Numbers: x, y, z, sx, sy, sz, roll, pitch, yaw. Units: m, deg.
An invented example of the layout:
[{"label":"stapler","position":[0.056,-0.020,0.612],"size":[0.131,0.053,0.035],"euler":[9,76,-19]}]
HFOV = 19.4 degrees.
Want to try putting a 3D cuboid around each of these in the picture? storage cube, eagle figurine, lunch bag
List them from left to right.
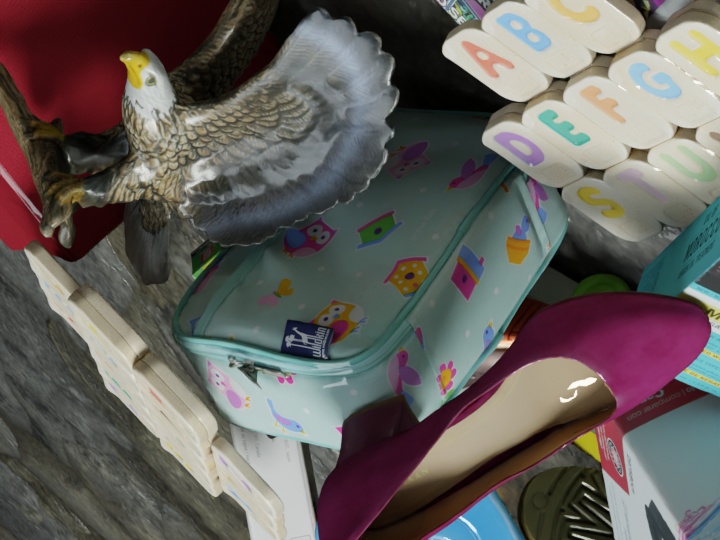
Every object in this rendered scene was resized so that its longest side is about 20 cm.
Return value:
[{"label":"storage cube","position":[-0.177,-0.128,1.219],"size":[0.180,0.200,0.171],"euler":[52,165,-16]},{"label":"eagle figurine","position":[-0.080,-0.085,1.073],"size":[0.151,0.199,0.153],"euler":[-114,-2,-83]},{"label":"lunch bag","position":[0.000,0.000,1.094],"size":[0.159,0.200,0.077],"euler":[11,140,38]}]

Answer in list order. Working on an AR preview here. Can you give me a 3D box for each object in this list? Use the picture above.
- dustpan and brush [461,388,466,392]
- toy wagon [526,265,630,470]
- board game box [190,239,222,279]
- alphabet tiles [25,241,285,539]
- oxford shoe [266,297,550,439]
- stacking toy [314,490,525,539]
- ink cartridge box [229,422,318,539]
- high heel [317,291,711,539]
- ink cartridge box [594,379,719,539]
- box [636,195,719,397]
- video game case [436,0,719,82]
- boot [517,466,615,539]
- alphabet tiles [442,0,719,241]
[{"label":"dustpan and brush","position":[0.044,0.056,1.219],"size":[0.140,0.057,0.200],"euler":[53,-172,-37]},{"label":"toy wagon","position":[0.100,0.040,1.212],"size":[0.199,0.040,0.156],"euler":[31,153,33]},{"label":"board game box","position":[-0.044,0.063,1.461],"size":[0.200,0.029,0.135],"euler":[50,179,-8]},{"label":"alphabet tiles","position":[-0.112,0.070,1.143],"size":[0.196,0.015,0.200],"euler":[46,169,11]},{"label":"oxford shoe","position":[0.028,0.055,1.151],"size":[0.198,0.071,0.073],"euler":[-4,106,26]},{"label":"stacking toy","position":[0.018,0.152,1.265],"size":[0.117,0.109,0.200],"euler":[59,173,-13]},{"label":"ink cartridge box","position":[-0.050,0.130,1.307],"size":[0.176,0.044,0.202],"euler":[-112,11,-88]},{"label":"high heel","position":[0.070,0.080,0.950],"size":[0.199,0.097,0.067],"euler":[-28,121,26]},{"label":"ink cartridge box","position":[0.197,0.148,1.058],"size":[0.201,0.082,0.146],"euler":[-118,9,-46]},{"label":"box","position":[0.187,0.006,0.943],"size":[0.082,0.049,0.200],"euler":[23,160,-3]},{"label":"video game case","position":[0.074,-0.158,0.930],"size":[0.200,0.036,0.181],"euler":[47,157,0]},{"label":"boot","position":[0.145,0.189,1.297],"size":[0.174,0.067,0.200],"euler":[27,160,-9]},{"label":"alphabet tiles","position":[0.136,-0.060,0.935],"size":[0.195,0.015,0.200],"euler":[35,158,-14]}]
